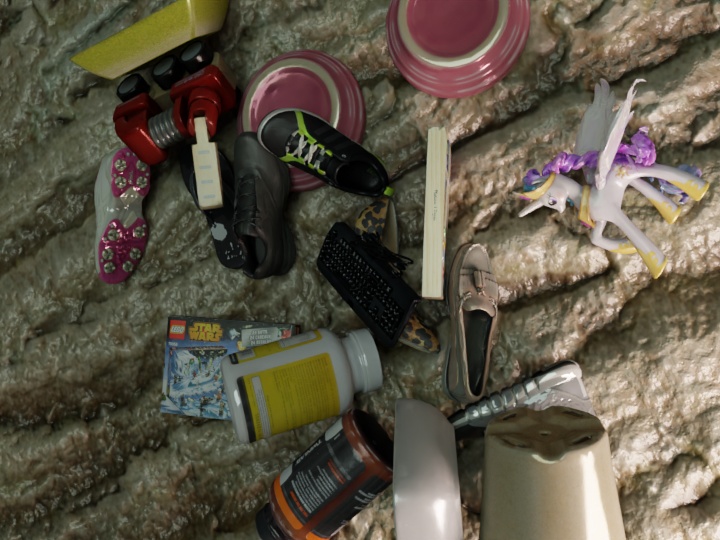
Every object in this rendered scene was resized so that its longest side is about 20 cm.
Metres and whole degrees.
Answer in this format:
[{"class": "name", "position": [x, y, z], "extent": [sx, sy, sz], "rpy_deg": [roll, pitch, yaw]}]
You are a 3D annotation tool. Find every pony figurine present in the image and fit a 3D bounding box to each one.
[{"class": "pony figurine", "position": [0.303, -0.117, 0.874], "extent": [0.196, 0.167, 0.197], "rpy_deg": [27, 100, 1]}]

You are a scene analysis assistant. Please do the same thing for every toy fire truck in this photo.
[{"class": "toy fire truck", "position": [-0.252, -0.187, 1.019], "extent": [0.172, 0.129, 0.204], "rpy_deg": [-19, 48, 18]}]

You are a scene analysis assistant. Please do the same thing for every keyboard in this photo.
[{"class": "keyboard", "position": [0.000, 0.000, 0.925], "extent": [0.200, 0.039, 0.106], "rpy_deg": [44, 113, 43]}]

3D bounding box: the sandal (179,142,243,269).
[{"class": "sandal", "position": [-0.208, -0.101, 1.063], "extent": [0.075, 0.043, 0.204], "rpy_deg": [-30, 78, 12]}]

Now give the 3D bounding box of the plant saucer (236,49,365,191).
[{"class": "plant saucer", "position": [-0.091, -0.217, 1.036], "extent": [0.195, 0.051, 0.207], "rpy_deg": [-1, 85, 17]}]

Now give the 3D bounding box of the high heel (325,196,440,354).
[{"class": "high heel", "position": [0.055, 0.004, 0.960], "extent": [0.199, 0.071, 0.144], "rpy_deg": [38, 102, 25]}]

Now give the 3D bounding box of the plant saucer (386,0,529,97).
[{"class": "plant saucer", "position": [0.126, -0.338, 0.975], "extent": [0.195, 0.051, 0.207], "rpy_deg": [-1, 85, 16]}]

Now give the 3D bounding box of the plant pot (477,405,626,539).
[{"class": "plant pot", "position": [0.208, 0.260, 0.807], "extent": [0.195, 0.200, 0.189], "rpy_deg": [-3, 100, 15]}]

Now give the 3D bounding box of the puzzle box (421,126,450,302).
[{"class": "puzzle box", "position": [0.097, -0.064, 0.925], "extent": [0.025, 0.133, 0.206], "rpy_deg": [2, 87, 8]}]

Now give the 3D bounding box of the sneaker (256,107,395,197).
[{"class": "sneaker", "position": [-0.041, -0.152, 0.955], "extent": [0.196, 0.083, 0.073], "rpy_deg": [21, 106, -14]}]

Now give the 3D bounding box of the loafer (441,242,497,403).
[{"class": "loafer", "position": [0.146, 0.065, 0.923], "extent": [0.070, 0.063, 0.206], "rpy_deg": [7, 85, -17]}]

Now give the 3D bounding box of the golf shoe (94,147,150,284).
[{"class": "golf shoe", "position": [-0.368, -0.084, 1.104], "extent": [0.090, 0.074, 0.206], "rpy_deg": [15, 95, 46]}]

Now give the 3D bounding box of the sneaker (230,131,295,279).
[{"class": "sneaker", "position": [-0.139, -0.085, 0.992], "extent": [0.074, 0.090, 0.206], "rpy_deg": [-6, 101, 26]}]

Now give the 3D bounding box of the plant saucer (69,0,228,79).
[{"class": "plant saucer", "position": [-0.286, -0.333, 1.046], "extent": [0.196, 0.201, 0.049], "rpy_deg": [-22, 108, 14]}]

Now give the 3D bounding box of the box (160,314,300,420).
[{"class": "box", "position": [-0.185, 0.139, 1.037], "extent": [0.194, 0.040, 0.141], "rpy_deg": [3, 87, 16]}]

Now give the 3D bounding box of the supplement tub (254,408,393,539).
[{"class": "supplement tub", "position": [-0.047, 0.282, 0.948], "extent": [0.200, 0.107, 0.108], "rpy_deg": [-43, 76, 9]}]

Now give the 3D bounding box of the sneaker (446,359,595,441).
[{"class": "sneaker", "position": [0.199, 0.201, 0.903], "extent": [0.196, 0.075, 0.118], "rpy_deg": [-27, 81, 11]}]

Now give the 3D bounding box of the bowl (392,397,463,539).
[{"class": "bowl", "position": [0.081, 0.269, 0.851], "extent": [0.072, 0.201, 0.205], "rpy_deg": [-6, 114, 6]}]

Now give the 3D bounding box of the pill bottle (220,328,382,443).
[{"class": "pill bottle", "position": [-0.075, 0.140, 0.940], "extent": [0.195, 0.112, 0.115], "rpy_deg": [-14, 80, -14]}]
